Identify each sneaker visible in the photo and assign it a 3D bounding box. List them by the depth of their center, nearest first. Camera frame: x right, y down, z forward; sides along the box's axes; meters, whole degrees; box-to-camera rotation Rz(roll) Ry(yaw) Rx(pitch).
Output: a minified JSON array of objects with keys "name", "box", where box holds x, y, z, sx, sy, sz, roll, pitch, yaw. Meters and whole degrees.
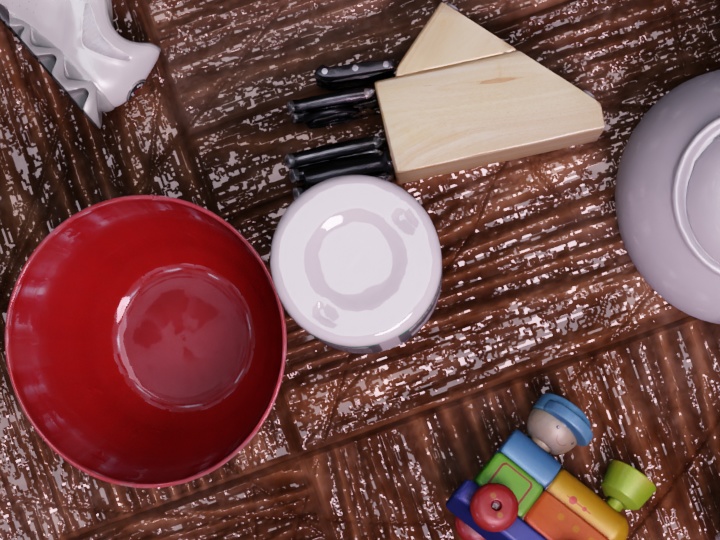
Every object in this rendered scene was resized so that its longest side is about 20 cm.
[{"name":"sneaker","box":[-0.227,-0.205,1.579,0.089,0.074,0.200,-43,95,-2]}]

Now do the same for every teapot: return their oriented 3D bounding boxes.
[{"name":"teapot","box":[0.271,-0.055,1.504,0.200,0.146,0.197,42,92,1]}]

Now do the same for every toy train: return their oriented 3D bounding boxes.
[{"name":"toy train","box":[0.170,0.186,1.534,0.200,0.085,0.116,38,74,4]}]

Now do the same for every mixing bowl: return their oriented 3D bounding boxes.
[{"name":"mixing bowl","box":[-0.137,0.048,1.528,0.200,0.108,0.200,0,90,12]}]

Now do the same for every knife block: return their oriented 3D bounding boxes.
[{"name":"knife block","box":[0.051,-0.093,1.562,0.200,0.064,0.176,33,88,4]}]

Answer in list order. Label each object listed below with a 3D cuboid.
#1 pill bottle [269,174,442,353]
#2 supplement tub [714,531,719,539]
[{"name":"pill bottle","box":[0.000,0.000,1.488,0.113,0.200,0.113,0,85,2]},{"name":"supplement tub","box":[0.359,0.171,1.491,0.200,0.144,0.144,-38,85,-1]}]
